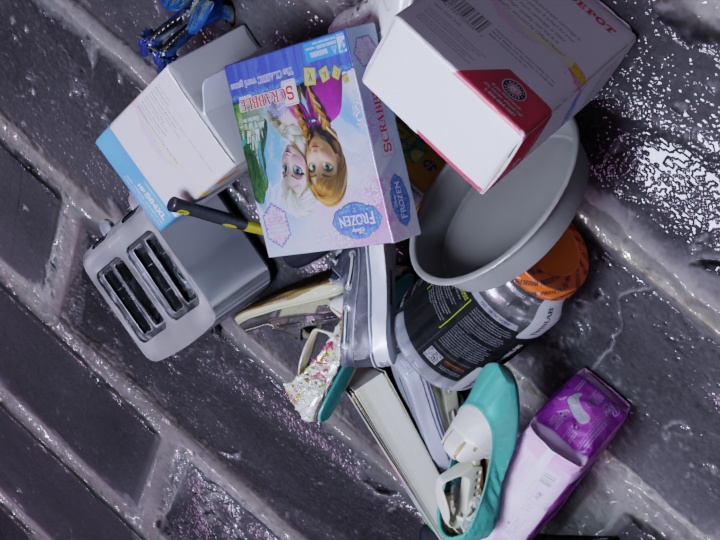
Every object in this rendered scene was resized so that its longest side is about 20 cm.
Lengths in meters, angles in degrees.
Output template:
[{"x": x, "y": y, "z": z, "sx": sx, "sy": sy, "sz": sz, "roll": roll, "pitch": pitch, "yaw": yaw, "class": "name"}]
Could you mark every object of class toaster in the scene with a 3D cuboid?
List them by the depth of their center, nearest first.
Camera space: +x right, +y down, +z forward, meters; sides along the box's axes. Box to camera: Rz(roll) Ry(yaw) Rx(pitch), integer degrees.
[{"x": -0.215, "y": -0.003, "z": 1.643, "sx": 0.180, "sy": 0.118, "sz": 0.201, "roll": -30, "pitch": 96, "yaw": 48, "class": "toaster"}]

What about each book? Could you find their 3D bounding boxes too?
[{"x": 0.047, "y": 0.203, "z": 1.568, "sx": 0.202, "sy": 0.048, "sz": 0.134, "roll": 59, "pitch": 174, "yaw": -7, "class": "book"}]

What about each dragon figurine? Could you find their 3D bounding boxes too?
[{"x": -0.166, "y": -0.282, "z": 1.425, "sx": 0.059, "sy": 0.099, "sz": 0.200, "roll": 46, "pitch": 137, "yaw": 5, "class": "dragon figurine"}]

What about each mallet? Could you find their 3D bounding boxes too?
[{"x": -0.125, "y": -0.044, "z": 1.507, "sx": 0.066, "sy": 0.197, "sz": 0.042, "roll": -36, "pitch": 49, "yaw": 52, "class": "mallet"}]

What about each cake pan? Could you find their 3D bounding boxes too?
[{"x": 0.129, "y": -0.062, "z": 1.259, "sx": 0.037, "sy": 0.202, "sz": 0.199, "roll": 39, "pitch": 145, "yaw": -28, "class": "cake pan"}]

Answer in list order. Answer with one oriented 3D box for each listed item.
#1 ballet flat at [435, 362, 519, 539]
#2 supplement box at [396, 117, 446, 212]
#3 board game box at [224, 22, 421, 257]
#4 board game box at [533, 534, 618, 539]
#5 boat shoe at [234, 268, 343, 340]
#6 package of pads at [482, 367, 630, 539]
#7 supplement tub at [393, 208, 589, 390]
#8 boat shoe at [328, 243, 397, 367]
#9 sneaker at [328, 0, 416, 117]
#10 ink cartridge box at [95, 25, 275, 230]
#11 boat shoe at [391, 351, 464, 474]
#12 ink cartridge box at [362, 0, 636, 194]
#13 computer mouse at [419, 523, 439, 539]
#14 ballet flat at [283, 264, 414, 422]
[{"x": 0.110, "y": 0.188, "z": 1.358, "sx": 0.067, "sy": 0.070, "sz": 0.203, "roll": 35, "pitch": 129, "yaw": 43, "class": "ballet flat"}, {"x": 0.011, "y": -0.129, "z": 1.398, "sx": 0.200, "sy": 0.066, "sz": 0.069, "roll": 44, "pitch": 135, "yaw": 9, "class": "supplement box"}, {"x": -0.041, "y": -0.120, "z": 1.344, "sx": 0.199, "sy": 0.041, "sz": 0.203, "roll": -6, "pitch": 99, "yaw": 50, "class": "board game box"}, {"x": 0.167, "y": 0.318, "z": 1.465, "sx": 0.134, "sy": 0.198, "sz": 0.029, "roll": -8, "pitch": 91, "yaw": 44, "class": "board game box"}, {"x": -0.069, "y": 0.049, "z": 1.582, "sx": 0.199, "sy": 0.073, "sz": 0.066, "roll": -19, "pitch": 99, "yaw": 46, "class": "boat shoe"}, {"x": 0.188, "y": 0.205, "z": 1.425, "sx": 0.075, "sy": 0.120, "sz": 0.201, "roll": 39, "pitch": 137, "yaw": 13, "class": "package of pads"}, {"x": 0.128, "y": 0.025, "z": 1.356, "sx": 0.123, "sy": 0.122, "sz": 0.200, "roll": 49, "pitch": 138, "yaw": 3, "class": "supplement tub"}, {"x": 0.000, "y": 0.000, "z": 1.426, "sx": 0.067, "sy": 0.072, "sz": 0.203, "roll": -4, "pitch": 80, "yaw": 12, "class": "boat shoe"}, {"x": 0.017, "y": -0.234, "z": 1.306, "sx": 0.099, "sy": 0.075, "sz": 0.202, "roll": 30, "pitch": 132, "yaw": 12, "class": "sneaker"}, {"x": -0.166, "y": -0.157, "z": 1.488, "sx": 0.126, "sy": 0.128, "sz": 0.199, "roll": 54, "pitch": 139, "yaw": -3, "class": "ink cartridge box"}, {"x": 0.088, "y": 0.159, "z": 1.521, "sx": 0.072, "sy": 0.061, "sz": 0.202, "roll": 54, "pitch": 167, "yaw": 46, "class": "boat shoe"}, {"x": 0.120, "y": -0.178, "z": 1.169, "sx": 0.147, "sy": 0.200, "sz": 0.086, "roll": 43, "pitch": 138, "yaw": 9, "class": "ink cartridge box"}, {"x": 0.137, "y": 0.386, "z": 1.656, "sx": 0.200, "sy": 0.034, "sz": 0.059, "roll": 49, "pitch": 137, "yaw": 4, "class": "computer mouse"}, {"x": -0.019, "y": 0.069, "z": 1.490, "sx": 0.064, "sy": 0.076, "sz": 0.201, "roll": 33, "pitch": 92, "yaw": 22, "class": "ballet flat"}]
